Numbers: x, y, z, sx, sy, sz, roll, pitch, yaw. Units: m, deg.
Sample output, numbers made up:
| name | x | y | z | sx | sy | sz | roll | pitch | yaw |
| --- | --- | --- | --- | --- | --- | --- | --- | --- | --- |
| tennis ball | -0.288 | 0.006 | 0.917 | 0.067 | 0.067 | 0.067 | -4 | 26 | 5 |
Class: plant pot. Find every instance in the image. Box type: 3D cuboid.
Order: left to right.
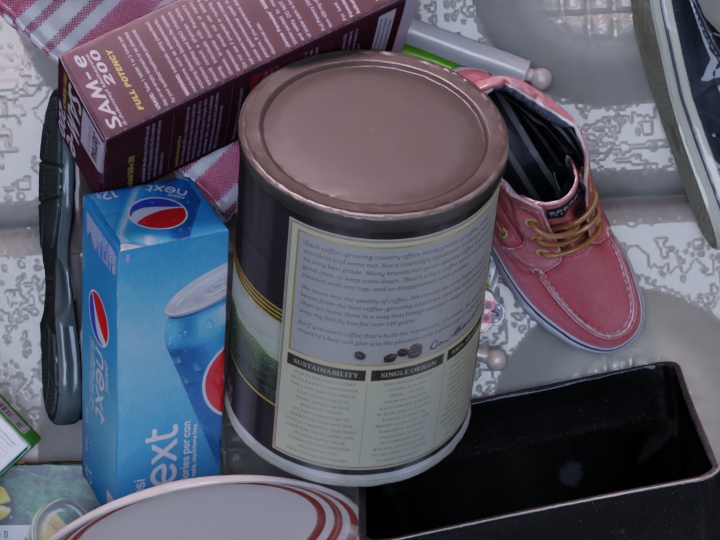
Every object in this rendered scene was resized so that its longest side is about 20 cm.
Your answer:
| name | x | y | z | sx | sy | sz | roll | pitch | yaw |
| --- | --- | --- | --- | --- | --- | --- | --- | --- | --- |
| plant pot | 0.112 | 0.182 | 1.635 | 0.199 | 0.200 | 0.178 | -11 | 107 | 2 |

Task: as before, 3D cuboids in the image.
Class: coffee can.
| name | x | y | z | sx | sy | sz | roll | pitch | yaw |
| --- | --- | --- | --- | --- | --- | --- | --- | --- | --- |
| coffee can | 0.000 | 0.000 | 1.577 | 0.146 | 0.147 | 0.200 | 7 | 131 | 2 |

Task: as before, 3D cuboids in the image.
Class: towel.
| name | x | y | z | sx | sy | sz | roll | pitch | yaw |
| --- | --- | --- | --- | --- | --- | --- | --- | --- | --- |
| towel | -0.103 | -0.143 | 1.670 | 0.200 | 0.030 | 0.146 | 43 | 75 | 3 |

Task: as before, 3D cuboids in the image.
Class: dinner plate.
| name | x | y | z | sx | sy | sz | roll | pitch | yaw |
| --- | --- | --- | --- | --- | --- | --- | --- | --- | --- |
| dinner plate | -0.096 | 0.158 | 1.643 | 0.200 | 0.200 | 0.024 | -12 | 62 | 3 |

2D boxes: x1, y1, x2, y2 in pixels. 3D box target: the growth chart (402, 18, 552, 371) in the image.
| name | x | y | z | sx | sy | sz | roll | pitch | yaw |
| --- | --- | --- | --- | --- | --- | --- | --- | --- | --- |
| growth chart | 0.036 | -0.051 | 1.700 | 0.144 | 0.018 | 0.201 | 11 | 93 | 2 |

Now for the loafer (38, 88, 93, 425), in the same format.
| name | x | y | z | sx | sy | sz | roll | pitch | yaw |
| --- | --- | --- | --- | --- | --- | --- | --- | --- | --- |
| loafer | -0.158 | -0.009 | 1.690 | 0.063 | 0.072 | 0.201 | 0 | 94 | -18 |

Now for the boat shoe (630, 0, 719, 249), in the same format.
| name | x | y | z | sx | sy | sz | roll | pitch | yaw |
| --- | --- | --- | --- | --- | --- | --- | --- | --- | --- |
| boat shoe | 0.205 | -0.113 | 1.664 | 0.062 | 0.075 | 0.201 | -19 | 98 | -2 |

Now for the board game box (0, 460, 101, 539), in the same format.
| name | x | y | z | sx | sy | sz | roll | pitch | yaw |
| --- | --- | --- | --- | --- | --- | --- | --- | --- | --- |
| board game box | -0.247 | 0.168 | 1.722 | 0.199 | 0.023 | 0.105 | -1 | 91 | 2 |

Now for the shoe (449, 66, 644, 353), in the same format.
| name | x | y | z | sx | sy | sz | roll | pitch | yaw |
| --- | --- | --- | --- | --- | --- | --- | --- | --- | --- |
| shoe | 0.110 | -0.031 | 1.645 | 0.071 | 0.091 | 0.200 | -37 | 104 | -9 |

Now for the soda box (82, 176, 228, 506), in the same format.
| name | x | y | z | sx | sy | sz | roll | pitch | yaw |
| --- | --- | --- | --- | --- | --- | --- | --- | --- | --- |
| soda box | -0.119 | 0.050 | 1.628 | 0.068 | 0.064 | 0.200 | -11 | 126 | -22 |

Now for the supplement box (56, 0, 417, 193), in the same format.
| name | x | y | z | sx | sy | sz | roll | pitch | yaw |
| --- | --- | --- | --- | --- | --- | --- | --- | --- | --- |
| supplement box | -0.071 | -0.119 | 1.597 | 0.200 | 0.109 | 0.061 | -27 | 77 | -14 |

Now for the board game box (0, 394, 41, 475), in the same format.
| name | x | y | z | sx | sy | sz | roll | pitch | yaw |
| --- | --- | --- | --- | --- | --- | --- | --- | --- | --- |
| board game box | -0.315 | 0.115 | 1.689 | 0.200 | 0.040 | 0.153 | -43 | 91 | 4 |
